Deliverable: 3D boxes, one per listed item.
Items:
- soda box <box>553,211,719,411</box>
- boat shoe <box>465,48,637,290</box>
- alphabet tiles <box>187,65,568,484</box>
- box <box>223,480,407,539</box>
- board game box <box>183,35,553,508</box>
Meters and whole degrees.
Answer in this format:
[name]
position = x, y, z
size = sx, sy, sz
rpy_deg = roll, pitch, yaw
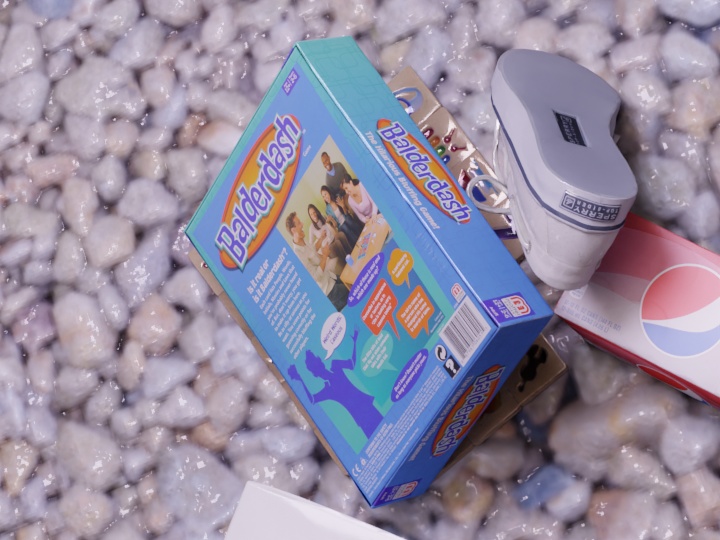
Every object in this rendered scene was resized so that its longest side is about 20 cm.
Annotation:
[soda box]
position = 0.203, 0.042, 1.470
size = 0.199, 0.063, 0.070
rpy_deg = 27, 86, 25
[boat shoe]
position = 0.099, -0.045, 1.497
size = 0.074, 0.202, 0.087
rpy_deg = 14, 115, -13
[alphabet tiles]
position = 0.020, 0.011, 1.578
size = 0.167, 0.008, 0.200
rpy_deg = -40, 66, 6
[box]
position = -0.033, 0.226, 1.474
size = 0.097, 0.124, 0.201
rpy_deg = 19, 83, 24
[board game box]
position = 0.000, 0.000, 1.519
size = 0.200, 0.045, 0.152
rpy_deg = 55, 133, 23
